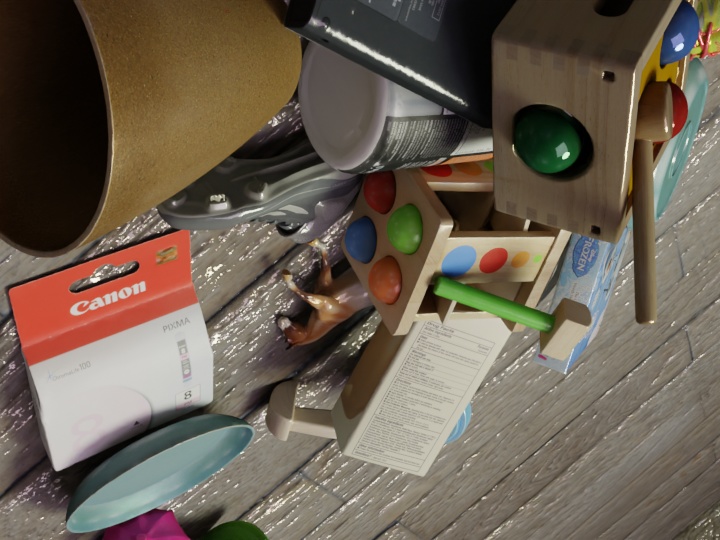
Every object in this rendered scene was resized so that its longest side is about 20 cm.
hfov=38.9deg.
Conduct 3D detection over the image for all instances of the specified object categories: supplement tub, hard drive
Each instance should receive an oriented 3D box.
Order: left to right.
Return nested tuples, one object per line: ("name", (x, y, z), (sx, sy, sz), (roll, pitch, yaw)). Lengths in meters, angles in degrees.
("supplement tub", (0.059, -0.147, 0.826), (0.198, 0.123, 0.123), (-11, 137, -38))
("hard drive", (0.051, -0.196, 0.705), (0.199, 0.033, 0.141), (18, 90, -40))

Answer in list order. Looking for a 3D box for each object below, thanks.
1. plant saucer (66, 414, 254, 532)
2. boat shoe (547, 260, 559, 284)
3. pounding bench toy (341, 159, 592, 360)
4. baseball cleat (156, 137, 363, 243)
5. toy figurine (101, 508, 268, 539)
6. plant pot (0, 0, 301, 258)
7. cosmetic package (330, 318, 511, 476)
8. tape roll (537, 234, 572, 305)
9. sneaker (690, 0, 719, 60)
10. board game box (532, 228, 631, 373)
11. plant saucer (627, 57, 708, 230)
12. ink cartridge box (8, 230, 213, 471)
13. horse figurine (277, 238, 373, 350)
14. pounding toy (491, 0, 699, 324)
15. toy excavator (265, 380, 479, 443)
("plant saucer", (-0.198, 0.194, 1.000), (0.199, 0.028, 0.200), (-28, 163, -9))
("boat shoe", (0.172, -0.062, 0.949), (0.073, 0.060, 0.202), (11, 111, -29))
("pounding bench toy", (0.088, -0.007, 0.870), (0.154, 0.201, 0.125), (-1, 130, -29))
("baseball cleat", (-0.075, -0.053, 0.850), (0.198, 0.070, 0.107), (-20, 141, -27))
("toy figurine", (-0.226, 0.330, 1.131), (0.198, 0.151, 0.184), (-25, 138, 23))
("plant pot", (-0.135, -0.124, 0.634), (0.199, 0.186, 0.188), (-23, 146, -47))
("cosmetic package", (0.059, 0.099, 1.020), (0.104, 0.071, 0.201), (20, 113, -22))
("tape roll", (0.139, -0.012, 1.106), (0.201, 0.071, 0.204), (-26, 145, -20))
("sneaker", (0.322, -0.238, 1.007), (0.200, 0.091, 0.078), (-41, 148, 4))
("board game box", (0.260, -0.005, 1.138), (0.200, 0.043, 0.201), (-23, 131, -66))
("plant saucer", (0.341, -0.136, 1.119), (0.200, 0.027, 0.202), (-51, 153, -40))
("ink cartridge box", (-0.208, 0.073, 0.887), (0.161, 0.057, 0.201), (-22, 147, -25))
("horse figurine", (0.000, 0.000, 1.005), (0.199, 0.050, 0.133), (-31, 140, -9))
("pounding toy", (0.180, -0.107, 0.734), (0.201, 0.141, 0.185), (-55, 151, -35))
("toy excavator", (0.019, 0.147, 1.133), (0.200, 0.193, 0.101), (-46, 161, -48))
